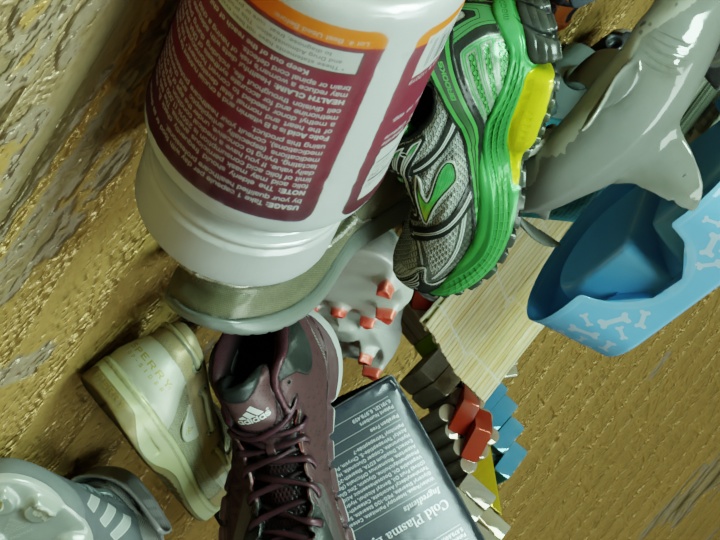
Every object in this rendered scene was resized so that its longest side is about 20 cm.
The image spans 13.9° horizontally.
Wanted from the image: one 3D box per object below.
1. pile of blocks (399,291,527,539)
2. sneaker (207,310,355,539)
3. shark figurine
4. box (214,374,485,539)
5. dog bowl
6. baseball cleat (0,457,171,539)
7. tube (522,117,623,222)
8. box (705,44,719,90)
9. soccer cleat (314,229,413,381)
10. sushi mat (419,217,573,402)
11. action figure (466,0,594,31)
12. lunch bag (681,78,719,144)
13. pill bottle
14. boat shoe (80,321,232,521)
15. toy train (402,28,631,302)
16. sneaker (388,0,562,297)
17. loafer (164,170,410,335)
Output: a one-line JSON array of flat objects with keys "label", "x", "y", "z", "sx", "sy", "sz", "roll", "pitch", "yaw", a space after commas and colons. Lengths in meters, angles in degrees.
[{"label": "pile of blocks", "x": 0.069, "y": 0.071, "z": 1.791, "sx": 0.082, "sy": 0.200, "sz": 0.062, "roll": -11, "pitch": 171, "yaw": -19}, {"label": "sneaker", "x": -0.052, "y": 0.103, "z": 1.559, "sx": 0.076, "sy": 0.200, "sz": 0.116, "roll": -8, "pitch": 161, "yaw": 11}, {"label": "shark figurine", "x": 0.128, "y": -0.055, "z": 1.504, "sx": 0.214, "sy": 0.089, "sz": 0.128, "roll": -46, "pitch": -170, "yaw": 42}, {"label": "box", "x": 0.001, "y": 0.172, "z": 1.763, "sx": 0.104, "sy": 0.182, "sz": 0.200, "roll": -30, "pitch": 179, "yaw": -14}, {"label": "dog bowl", "x": 0.171, "y": -0.025, "z": 1.578, "sx": 0.200, "sy": 0.050, "sz": 0.111, "roll": -41, "pitch": -164, "yaw": 40}, {"label": "baseball cleat", "x": -0.161, "y": 0.138, "z": 1.617, "sx": 0.070, "sy": 0.106, "sz": 0.200, "roll": -21, "pitch": 139, "yaw": 12}, {"label": "tube", "x": 0.098, "y": -0.058, "z": 1.654, "sx": 0.200, "sy": 0.050, "sz": 0.077, "roll": 8, "pitch": 108, "yaw": -31}, {"label": "box", "x": 0.268, "y": -0.190, "z": 1.545, "sx": 0.200, "sy": 0.049, "sz": 0.161, "roll": -29, "pitch": 164, "yaw": -37}, {"label": "soccer cleat", "x": 0.000, "y": 0.000, "z": 1.669, "sx": 0.200, "sy": 0.069, "sz": 0.078, "roll": 92, "pitch": 14, "yaw": -72}, {"label": "sushi mat", "x": 0.112, "y": -0.020, "z": 1.723, "sx": 0.200, "sy": 0.012, "sz": 0.096, "roll": -50, "pitch": 144, "yaw": -12}, {"label": "action figure", "x": 0.090, "y": -0.168, "z": 1.497, "sx": 0.200, "sy": 0.105, "sz": 0.193, "roll": -20, "pitch": 155, "yaw": 1}, {"label": "lunch bag", "x": 0.274, "y": -0.120, "z": 1.868, "sx": 0.200, "sy": 0.168, "sz": 0.139, "roll": -52, "pitch": 163, "yaw": 21}, {"label": "pill bottle", "x": -0.030, "y": -0.090, "z": 1.291, "sx": 0.114, "sy": 0.114, "sz": 0.200, "roll": -33, "pitch": 160, "yaw": -37}, {"label": "boat shoe", "x": -0.096, "y": 0.081, "z": 1.623, "sx": 0.063, "sy": 0.073, "sz": 0.201, "roll": -39, "pitch": 156, "yaw": -5}, {"label": "toy train", "x": 0.104, "y": -0.063, "z": 1.756, "sx": 0.200, "sy": 0.085, "sz": 0.114, "roll": -39, "pitch": 153, "yaw": -23}, {"label": "sneaker", "x": 0.039, "y": -0.065, "z": 1.481, "sx": 0.085, "sy": 0.078, "sz": 0.200, "roll": 1, "pitch": 137, "yaw": -10}, {"label": "loafer", "x": -0.030, "y": -0.037, "z": 1.520, "sx": 0.200, "sy": 0.075, "sz": 0.070, "roll": -42, "pitch": 143, "yaw": -42}]
